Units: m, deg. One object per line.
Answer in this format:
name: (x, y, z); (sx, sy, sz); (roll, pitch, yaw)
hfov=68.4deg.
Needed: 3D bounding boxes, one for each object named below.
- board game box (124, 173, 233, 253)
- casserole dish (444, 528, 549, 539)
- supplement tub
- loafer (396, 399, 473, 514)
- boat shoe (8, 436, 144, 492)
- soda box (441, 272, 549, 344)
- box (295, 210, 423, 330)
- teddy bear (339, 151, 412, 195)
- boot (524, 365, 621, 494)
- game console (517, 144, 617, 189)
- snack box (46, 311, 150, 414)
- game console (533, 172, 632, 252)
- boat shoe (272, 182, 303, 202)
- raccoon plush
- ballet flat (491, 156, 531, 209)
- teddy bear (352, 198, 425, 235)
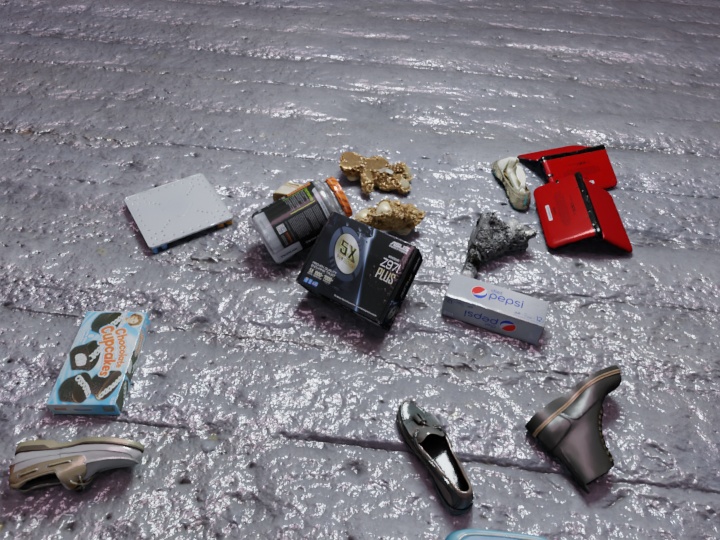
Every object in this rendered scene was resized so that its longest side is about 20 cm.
board game box: (-0.431, -0.141, 1.257); (0.199, 0.026, 0.200); (-25, 52, -23)
casserole dish: (0.205, 0.427, 0.746); (0.198, 0.039, 0.122); (4, 46, 3)
supplement tub: (-0.124, -0.114, 1.149); (0.199, 0.123, 0.123); (-29, 52, -5)
loafer: (0.123, 0.286, 0.857); (0.071, 0.063, 0.201); (-18, 50, -19)
boat shoe: (-0.435, 0.301, 0.816); (0.198, 0.075, 0.069); (-5, 52, 2)
soda box: (0.267, 0.075, 1.061); (0.198, 0.064, 0.069); (17, 49, 14)
box: (0.000, 0.000, 1.058); (0.199, 0.086, 0.165); (25, 81, 19)
teddy bear: (0.040, -0.246, 1.362); (0.198, 0.067, 0.146); (0, 56, -12)
boot: (0.397, 0.264, 0.893); (0.199, 0.078, 0.139); (-31, 58, -12)
game console: (0.555, -0.270, 1.432); (0.198, 0.119, 0.174); (-13, 79, -14)
snack box: (-0.468, 0.162, 0.962); (0.115, 0.037, 0.201); (1, 47, -2)
game console: (0.528, -0.122, 1.272); (0.171, 0.119, 0.202); (-19, 47, 23)
boat shoe: (-0.111, -0.172, 1.269); (0.198, 0.074, 0.070); (17, 54, 14)
raccoon plush: (0.306, -0.036, 1.181); (0.133, 0.097, 0.202); (22, 78, 1)
ballet flat: (0.392, -0.243, 1.358); (0.067, 0.076, 0.201); (-5, 47, -6)
teddy bear: (0.068, -0.112, 1.174); (0.144, 0.200, 0.067); (-18, 84, 14)
